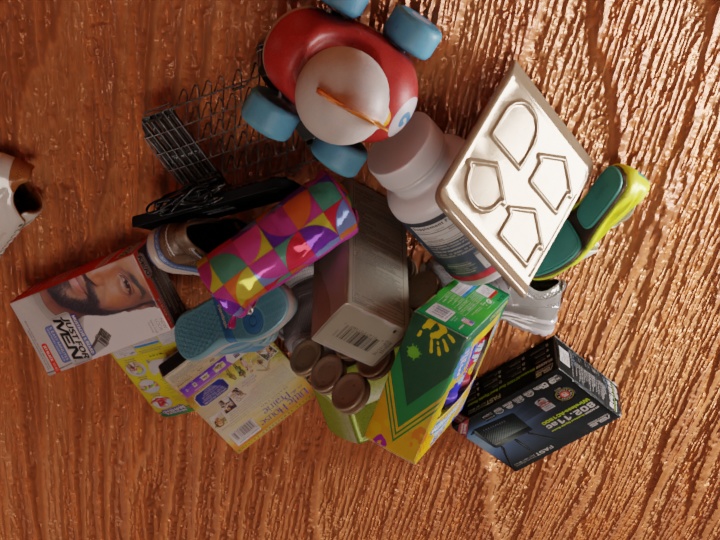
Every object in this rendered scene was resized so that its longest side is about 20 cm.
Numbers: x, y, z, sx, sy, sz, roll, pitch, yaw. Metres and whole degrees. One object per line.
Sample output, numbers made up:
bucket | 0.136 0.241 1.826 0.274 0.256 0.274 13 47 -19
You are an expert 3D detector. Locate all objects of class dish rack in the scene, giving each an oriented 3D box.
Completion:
dish rack | -0.141 -0.162 1.438 0.197 0.055 0.154 -16 133 20

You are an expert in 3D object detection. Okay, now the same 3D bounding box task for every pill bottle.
pill bottle | 0.099 -0.086 1.464 0.118 0.121 0.200 -26 130 26

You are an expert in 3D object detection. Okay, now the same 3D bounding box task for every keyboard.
keyboard | -0.170 -0.088 1.464 0.197 0.040 0.104 -15 171 17

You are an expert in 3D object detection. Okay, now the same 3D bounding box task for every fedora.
fedora | -0.036 0.082 1.661 0.198 0.091 0.177 24 132 -22

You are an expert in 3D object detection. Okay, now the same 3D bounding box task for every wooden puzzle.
wooden puzzle | 0.167 -0.101 1.414 0.046 0.202 0.185 7 151 47

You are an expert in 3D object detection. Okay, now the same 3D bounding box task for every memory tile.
memory tile | 0.006 0.068 1.548 0.201 0.153 0.017 -54 131 -4

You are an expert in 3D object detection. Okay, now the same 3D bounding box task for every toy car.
toy car | -0.007 -0.175 1.276 0.175 0.201 0.186 26 110 -24

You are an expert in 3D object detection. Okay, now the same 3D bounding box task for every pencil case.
pencil case | -0.092 -0.027 1.438 0.199 0.089 0.089 -38 129 3

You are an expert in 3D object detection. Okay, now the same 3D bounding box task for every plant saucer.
plant saucer | 0.045 0.165 1.690 0.197 0.048 0.201 -23 155 -4

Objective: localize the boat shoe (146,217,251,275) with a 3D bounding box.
boat shoe | -0.158 -0.025 1.512 0.072 0.073 0.198 -19 169 39

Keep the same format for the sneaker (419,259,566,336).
sneaker | 0.169 0.014 1.619 0.197 0.075 0.083 16 112 -17

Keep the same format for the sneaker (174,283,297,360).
sneaker | -0.126 0.053 1.572 0.198 0.081 0.130 -19 171 38

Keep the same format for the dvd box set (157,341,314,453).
dvd box set | -0.165 0.151 1.737 0.146 0.029 0.201 -37 132 1

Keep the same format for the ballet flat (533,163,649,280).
ballet flat | 0.278 -0.052 1.542 0.066 0.068 0.200 6 139 -37

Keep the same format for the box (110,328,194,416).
box | -0.262 0.124 1.744 0.116 0.049 0.201 -14 132 14

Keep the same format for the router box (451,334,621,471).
router box | 0.246 0.192 1.792 0.199 0.063 0.149 -34 128 31

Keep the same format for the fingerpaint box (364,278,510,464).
fingerpaint box | 0.095 0.111 1.495 0.073 0.200 0.169 26 110 13

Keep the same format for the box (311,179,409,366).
box | 0.000 0.000 1.496 0.094 0.202 0.078 25 132 -23

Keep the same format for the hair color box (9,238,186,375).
hair color box | -0.336 0.048 1.624 0.198 0.064 0.112 -21 105 20

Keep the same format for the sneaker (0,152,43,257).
sneaker | -0.432 -0.054 1.539 0.083 0.074 0.202 12 134 -8
